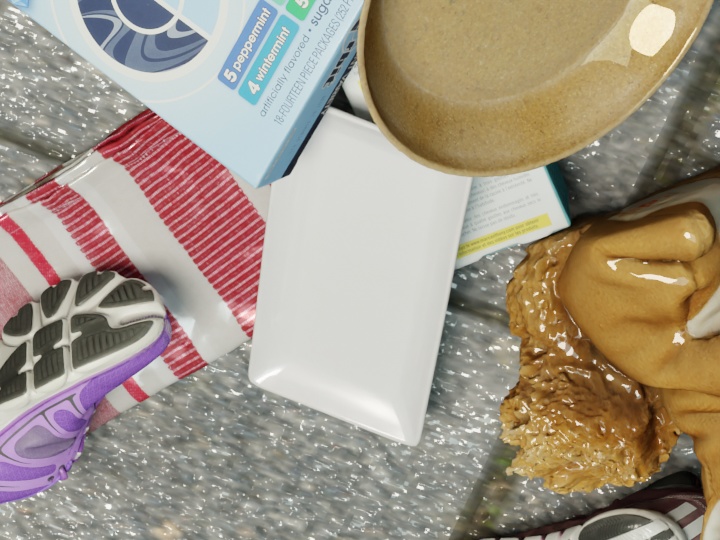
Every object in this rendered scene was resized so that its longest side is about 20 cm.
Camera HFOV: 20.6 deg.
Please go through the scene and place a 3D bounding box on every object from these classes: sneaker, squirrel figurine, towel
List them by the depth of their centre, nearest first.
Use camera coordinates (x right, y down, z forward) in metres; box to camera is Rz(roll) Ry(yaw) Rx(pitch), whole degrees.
[{"bbox_3d":[0.170,0.056,1.035,0.200,0.141,0.187,-17,98,37],"label":"squirrel figurine"},{"bbox_3d":[-0.175,0.074,1.103,0.200,0.081,0.083,-35,127,25],"label":"sneaker"},{"bbox_3d":[-0.125,-0.001,1.104,0.200,0.023,0.144,-30,111,16],"label":"towel"},{"bbox_3d":[0.138,0.168,1.145,0.200,0.115,0.076,-23,89,48],"label":"sneaker"}]

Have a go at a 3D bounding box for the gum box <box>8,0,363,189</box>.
[{"bbox_3d":[-0.080,-0.168,0.972,0.200,0.045,0.170,38,115,11],"label":"gum box"}]

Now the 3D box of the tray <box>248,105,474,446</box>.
[{"bbox_3d":[0.000,0.000,1.059,0.107,0.022,0.200,21,130,14],"label":"tray"}]

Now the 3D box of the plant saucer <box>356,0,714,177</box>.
[{"bbox_3d":[0.081,-0.136,0.936,0.200,0.035,0.201,-18,134,-20],"label":"plant saucer"}]

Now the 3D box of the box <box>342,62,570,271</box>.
[{"bbox_3d":[0.036,-0.102,1.031,0.082,0.049,0.200,-20,113,13],"label":"box"}]
